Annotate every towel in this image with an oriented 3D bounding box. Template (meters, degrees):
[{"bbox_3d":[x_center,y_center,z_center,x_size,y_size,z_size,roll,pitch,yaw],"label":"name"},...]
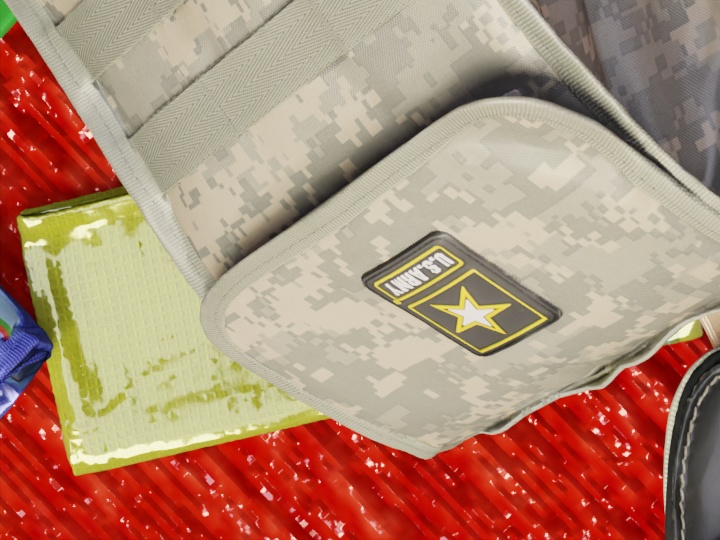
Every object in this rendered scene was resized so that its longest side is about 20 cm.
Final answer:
[{"bbox_3d":[0.000,0.000,0.903,0.200,0.018,0.086,-13,84,2],"label":"towel"}]

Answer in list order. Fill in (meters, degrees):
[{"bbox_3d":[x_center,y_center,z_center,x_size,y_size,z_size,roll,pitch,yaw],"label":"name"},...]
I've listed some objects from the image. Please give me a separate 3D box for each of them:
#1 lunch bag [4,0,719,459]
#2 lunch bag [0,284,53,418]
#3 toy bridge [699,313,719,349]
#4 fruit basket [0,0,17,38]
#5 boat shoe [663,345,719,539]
[{"bbox_3d":[0.018,-0.052,0.807,0.118,0.164,0.200,-31,88,-44],"label":"lunch bag"},{"bbox_3d":[-0.201,0.032,0.885,0.151,0.094,0.200,41,77,9],"label":"lunch bag"},{"bbox_3d":[0.098,-0.060,0.885,0.067,0.027,0.200,-8,84,-26],"label":"toy bridge"},{"bbox_3d":[-0.151,-0.169,0.903,0.200,0.094,0.185,40,87,21],"label":"fruit basket"},{"bbox_3d":[0.122,0.113,0.819,0.074,0.066,0.200,-8,79,14],"label":"boat shoe"}]
